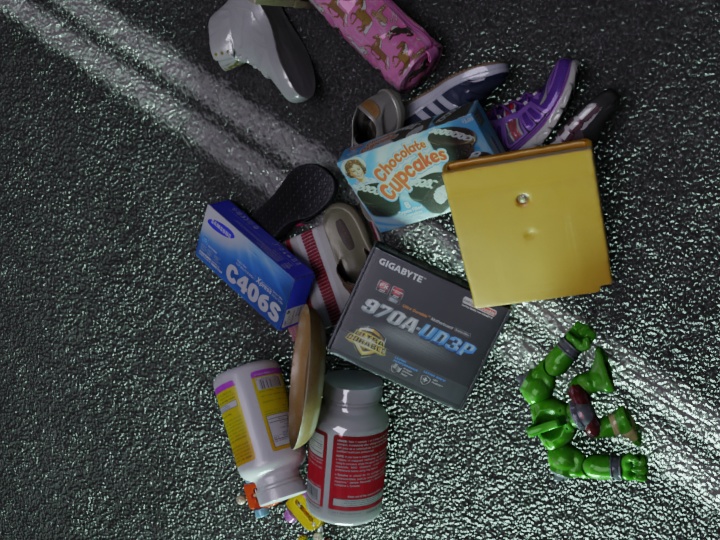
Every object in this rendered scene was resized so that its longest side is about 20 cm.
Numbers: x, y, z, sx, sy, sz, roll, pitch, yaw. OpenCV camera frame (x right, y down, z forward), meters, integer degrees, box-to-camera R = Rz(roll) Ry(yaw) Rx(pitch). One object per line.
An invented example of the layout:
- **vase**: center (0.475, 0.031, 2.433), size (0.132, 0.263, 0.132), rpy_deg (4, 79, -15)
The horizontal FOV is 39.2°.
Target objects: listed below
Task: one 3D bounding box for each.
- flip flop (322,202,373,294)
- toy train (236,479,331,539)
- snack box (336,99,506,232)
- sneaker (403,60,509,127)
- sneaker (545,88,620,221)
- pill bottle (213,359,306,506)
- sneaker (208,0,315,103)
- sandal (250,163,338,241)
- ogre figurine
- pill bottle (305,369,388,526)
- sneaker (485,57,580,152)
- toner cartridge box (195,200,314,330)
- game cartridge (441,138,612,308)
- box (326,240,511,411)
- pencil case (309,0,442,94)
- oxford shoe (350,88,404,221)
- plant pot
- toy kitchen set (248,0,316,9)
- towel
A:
- **flip flop**: center (0.000, 0.000, 1.384), size (0.081, 0.058, 0.201), rpy_deg (-28, 86, 29)
- **toy train**: center (-0.101, 0.394, 1.553), size (0.150, 0.056, 0.201), rpy_deg (-23, 85, 33)
- **snack box**: center (0.082, -0.124, 1.249), size (0.199, 0.037, 0.116), rpy_deg (-16, 119, 34)
- **sneaker**: center (0.120, -0.184, 1.292), size (0.200, 0.070, 0.109), rpy_deg (-24, 83, 38)
- **sneaker**: center (0.273, -0.117, 1.226), size (0.116, 0.076, 0.200), rpy_deg (44, 127, 7)
- **pill bottle**: center (-0.143, 0.240, 1.493), size (0.104, 0.104, 0.201), rpy_deg (-27, 74, 31)
- **sneaker**: center (-0.144, -0.301, 1.427), size (0.115, 0.074, 0.201), rpy_deg (-34, 73, 33)
- **sandal**: center (-0.092, -0.095, 1.455), size (0.200, 0.045, 0.075), rpy_deg (-32, 70, 45)
- **ogre figurine**: center (0.271, 0.176, 1.265), size (0.120, 0.098, 0.201), rpy_deg (-23, 99, 20)
- **pill bottle**: center (-0.018, 0.249, 1.437), size (0.112, 0.112, 0.201), rpy_deg (12, 106, 28)
- **sneaker**: center (0.191, -0.182, 1.236), size (0.083, 0.081, 0.200), rpy_deg (39, 118, -1)
- **toner cartridge box**: center (-0.158, -0.010, 1.481), size (0.200, 0.043, 0.095), rpy_deg (39, 126, 28)
- **game cartridge**: center (0.203, -0.052, 1.214), size (0.176, 0.032, 0.201), rpy_deg (-8, 124, 14)
- **box**: center (0.077, 0.073, 1.335), size (0.199, 0.046, 0.159), rpy_deg (25, 105, 0)
- **pencil case**: center (0.019, -0.322, 1.318), size (0.083, 0.087, 0.200), rpy_deg (-41, 77, -2)
- **oxford shoe**: center (0.013, -0.147, 1.327), size (0.075, 0.058, 0.200), rpy_deg (47, 146, 34)
- **plant pot**: center (-0.073, 0.147, 1.398), size (0.027, 0.200, 0.201), rpy_deg (5, 106, -9)
- **toy kitchen set**: center (-0.138, -0.464, 1.321), size (0.200, 0.180, 0.164), rpy_deg (33, 113, 16)
- **towel**: center (-0.042, 0.006, 1.456), size (0.199, 0.023, 0.145), rpy_deg (-22, 87, 30)
